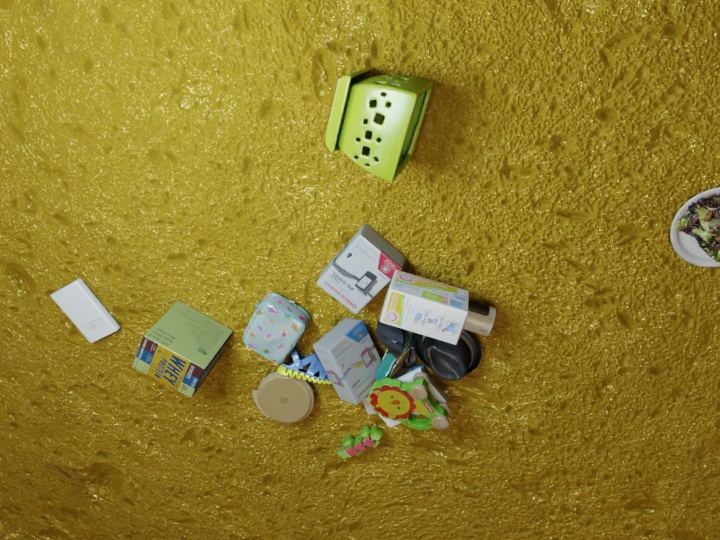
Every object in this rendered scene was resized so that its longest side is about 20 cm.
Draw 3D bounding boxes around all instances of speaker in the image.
[{"bbox_3d":[0.256,0.110,1.466,0.200,0.081,0.081,18,120,4],"label":"speaker"}]

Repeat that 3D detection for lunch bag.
[{"bbox_3d":[-0.252,0.166,1.615,0.160,0.077,0.200,32,119,-3],"label":"lunch bag"}]

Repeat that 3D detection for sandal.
[{"bbox_3d":[-0.148,0.293,1.662,0.200,0.079,0.087,13,88,-5],"label":"sandal"}]

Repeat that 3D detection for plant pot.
[{"bbox_3d":[0.037,-0.341,1.219,0.181,0.199,0.200,22,120,8],"label":"plant pot"}]

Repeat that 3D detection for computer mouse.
[{"bbox_3d":[0.091,0.160,1.477,0.046,0.200,0.141,-7,117,-26],"label":"computer mouse"}]

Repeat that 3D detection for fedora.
[{"bbox_3d":[0.242,0.238,1.527,0.200,0.092,0.201,5,118,10],"label":"fedora"}]

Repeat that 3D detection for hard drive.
[{"bbox_3d":[0.131,0.370,1.582,0.200,0.026,0.132,-32,108,23],"label":"hard drive"},{"bbox_3d":[-0.890,0.132,1.766,0.132,0.026,0.200,-24,109,23],"label":"hard drive"}]

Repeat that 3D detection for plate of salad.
[{"bbox_3d":[0.821,-0.093,1.247,0.200,0.048,0.200,6,119,11],"label":"plate of salad"}]

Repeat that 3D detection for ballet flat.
[{"bbox_3d":[0.111,0.237,1.562,0.068,0.072,0.200,29,95,35],"label":"ballet flat"}]

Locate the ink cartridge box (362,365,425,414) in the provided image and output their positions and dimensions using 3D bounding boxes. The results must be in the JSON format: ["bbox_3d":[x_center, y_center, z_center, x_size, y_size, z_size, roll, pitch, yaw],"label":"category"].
[{"bbox_3d":[0.105,0.360,1.638,0.200,0.067,0.116,-10,115,17],"label":"ink cartridge box"}]

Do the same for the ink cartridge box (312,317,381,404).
[{"bbox_3d":[-0.025,0.259,1.562,0.085,0.144,0.200,4,125,49],"label":"ink cartridge box"}]

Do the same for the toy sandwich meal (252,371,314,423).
[{"bbox_3d":[-0.240,0.401,1.746,0.205,0.070,0.206,2,107,7],"label":"toy sandwich meal"}]

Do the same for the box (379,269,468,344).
[{"bbox_3d":[0.161,0.090,1.369,0.200,0.113,0.102,16,118,3],"label":"box"}]

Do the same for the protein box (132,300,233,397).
[{"bbox_3d":[-0.530,0.234,1.644,0.198,0.200,0.135,29,119,-3],"label":"protein box"}]

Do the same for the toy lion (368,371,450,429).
[{"bbox_3d":[0.129,0.376,1.537,0.191,0.069,0.200,-24,115,27],"label":"toy lion"}]

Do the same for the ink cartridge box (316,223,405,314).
[{"bbox_3d":[0.000,0.000,1.465,0.145,0.083,0.200,38,117,-9],"label":"ink cartridge box"}]

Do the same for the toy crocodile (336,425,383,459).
[{"bbox_3d":[-0.001,0.563,1.773,0.200,0.062,0.068,-37,104,27],"label":"toy crocodile"}]
